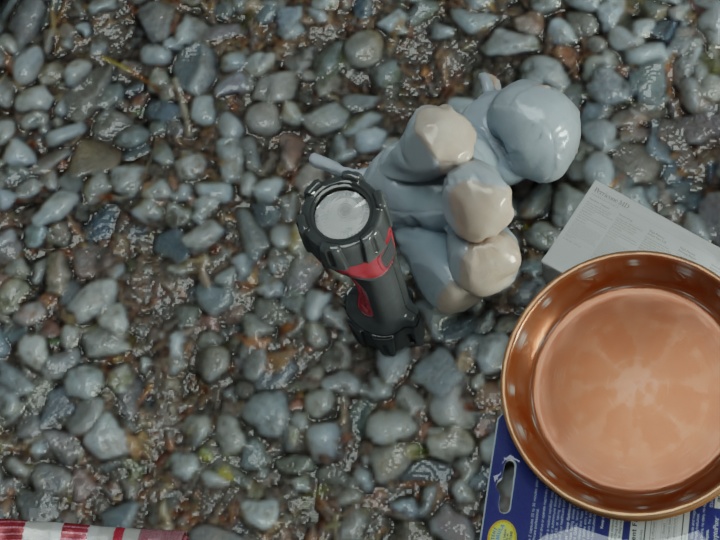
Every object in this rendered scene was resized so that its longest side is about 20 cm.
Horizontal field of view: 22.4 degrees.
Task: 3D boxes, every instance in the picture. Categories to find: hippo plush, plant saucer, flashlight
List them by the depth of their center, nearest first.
[{"bbox_3d":[0.203,0.085,1.336,0.199,0.032,0.202,-4,70,11],"label":"plant saucer"},{"bbox_3d":[0.000,0.000,1.356,0.068,0.200,0.068,-20,64,-2],"label":"flashlight"},{"bbox_3d":[0.096,-0.066,1.424,0.160,0.200,0.160,-28,95,-30],"label":"hippo plush"}]

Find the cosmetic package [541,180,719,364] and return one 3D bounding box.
[{"bbox_3d":[0.245,0.017,1.396,0.199,0.051,0.083,31,77,20],"label":"cosmetic package"}]

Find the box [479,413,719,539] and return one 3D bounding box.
[{"bbox_3d":[0.192,0.173,1.342,0.198,0.032,0.122,7,66,10],"label":"box"}]

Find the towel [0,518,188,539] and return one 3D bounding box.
[{"bbox_3d":[-0.235,0.259,1.369,0.198,0.023,0.145,2,65,9],"label":"towel"}]
